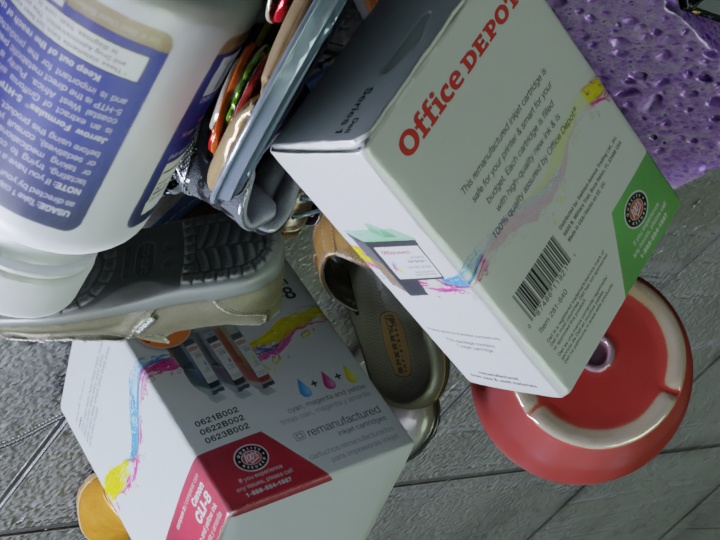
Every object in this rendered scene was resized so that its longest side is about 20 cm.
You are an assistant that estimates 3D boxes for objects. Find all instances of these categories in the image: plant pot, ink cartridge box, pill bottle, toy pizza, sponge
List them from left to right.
[{"bbox_3d":[-0.141,-0.079,0.716,0.119,0.120,0.200,-2,135,-47],"label":"pill bottle"},{"bbox_3d":[-0.090,0.101,0.991,0.145,0.200,0.145,-17,146,-33],"label":"ink cartridge box"},{"bbox_3d":[-0.026,-0.122,0.687,0.201,0.032,0.200,-60,-176,7],"label":"toy pizza"},{"bbox_3d":[0.068,-0.051,0.800,0.200,0.084,0.145,48,64,-31],"label":"ink cartridge box"},{"bbox_3d":[0.190,0.079,1.236,0.200,0.201,0.177,-34,170,-1],"label":"plant pot"},{"bbox_3d":[0.146,-0.122,0.837,0.200,0.030,0.111,39,139,-27],"label":"sponge"}]

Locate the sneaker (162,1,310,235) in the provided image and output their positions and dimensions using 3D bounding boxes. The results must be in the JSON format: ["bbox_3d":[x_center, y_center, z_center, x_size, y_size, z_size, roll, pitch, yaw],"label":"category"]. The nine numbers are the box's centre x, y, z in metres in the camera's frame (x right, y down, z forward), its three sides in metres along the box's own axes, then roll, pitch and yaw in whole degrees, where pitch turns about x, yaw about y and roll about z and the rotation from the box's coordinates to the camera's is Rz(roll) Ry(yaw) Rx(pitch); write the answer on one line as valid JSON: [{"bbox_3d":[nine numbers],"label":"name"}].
[{"bbox_3d":[-0.106,-0.056,0.811,0.200,0.114,0.076,-36,153,2],"label":"sneaker"}]

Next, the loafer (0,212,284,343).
[{"bbox_3d":[-0.134,0.017,0.858,0.199,0.075,0.070,-4,139,15],"label":"loafer"}]

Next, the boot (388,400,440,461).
[{"bbox_3d":[-0.041,0.141,1.210,0.199,0.068,0.130,-26,160,27],"label":"boot"}]

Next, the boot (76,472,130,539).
[{"bbox_3d":[-0.154,0.204,1.144,0.071,0.144,0.202,-13,146,-35],"label":"boot"}]

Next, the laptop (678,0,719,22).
[{"bbox_3d":[0.216,-0.237,0.772,0.115,0.188,0.199,-12,171,39],"label":"laptop"}]

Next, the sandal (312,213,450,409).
[{"bbox_3d":[0.000,0.000,0.944,0.081,0.201,0.054,-6,-166,39],"label":"sandal"}]

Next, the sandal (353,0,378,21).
[{"bbox_3d":[0.059,-0.114,0.880,0.079,0.059,0.207,-38,126,1],"label":"sandal"}]

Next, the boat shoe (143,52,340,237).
[{"bbox_3d":[-0.052,-0.055,0.897,0.200,0.073,0.072,-38,175,22],"label":"boat shoe"}]
